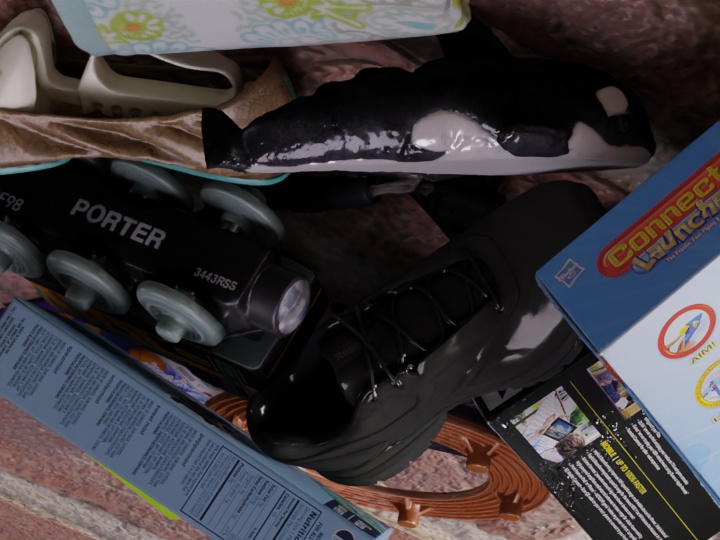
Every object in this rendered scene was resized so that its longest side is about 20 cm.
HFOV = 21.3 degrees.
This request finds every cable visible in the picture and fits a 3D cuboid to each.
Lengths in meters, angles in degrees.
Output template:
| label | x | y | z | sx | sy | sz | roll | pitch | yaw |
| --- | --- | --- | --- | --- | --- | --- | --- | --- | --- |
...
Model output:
| label | x | y | z | sx | sy | sz | roll | pitch | yaw |
| --- | --- | --- | --- | --- | --- | --- | --- | --- | --- |
| cable | 0.000 | 0.000 | 0.974 | 0.162 | 0.051 | 0.200 | 16 | 149 | -11 |

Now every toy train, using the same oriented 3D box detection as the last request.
| label | x | y | z | sx | sy | sz | roll | pitch | yaw |
| --- | --- | --- | --- | --- | --- | --- | --- | --- | --- |
| toy train | -0.104 | -0.001 | 0.935 | 0.199 | 0.085 | 0.114 | 20 | 157 | 26 |

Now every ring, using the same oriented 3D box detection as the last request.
| label | x | y | z | sx | sy | sz | roll | pitch | yaw |
| --- | --- | --- | --- | --- | --- | --- | --- | --- | --- |
| ring | 0.006 | 0.108 | 1.060 | 0.199 | 0.019 | 0.201 | 10 | 157 | 4 |

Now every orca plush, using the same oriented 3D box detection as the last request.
| label | x | y | z | sx | sy | sz | roll | pitch | yaw |
| --- | --- | --- | --- | --- | --- | --- | --- | --- | --- |
| orca plush | 0.030 | -0.079 | 0.834 | 0.199 | 0.071 | 0.105 | -3 | 176 | 2 |

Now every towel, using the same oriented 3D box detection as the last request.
| label | x | y | z | sx | sy | sz | roll | pitch | yaw |
| --- | --- | --- | --- | --- | --- | --- | --- | --- | --- |
| towel | -0.056 | -0.155 | 0.742 | 0.170 | 0.048 | 0.200 | 1 | 148 | 15 |

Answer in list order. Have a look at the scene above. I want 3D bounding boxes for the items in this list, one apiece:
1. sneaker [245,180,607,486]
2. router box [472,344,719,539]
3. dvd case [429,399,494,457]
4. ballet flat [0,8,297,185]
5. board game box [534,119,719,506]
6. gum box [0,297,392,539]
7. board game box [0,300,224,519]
| label | x | y | z | sx | sy | sz | roll | pitch | yaw |
| --- | --- | --- | --- | --- | --- | --- | --- | --- | --- |
| sneaker | 0.031 | 0.032 | 0.865 | 0.200 | 0.076 | 0.091 | -43 | 152 | 21 |
| router box | 0.156 | 0.067 | 0.978 | 0.149 | 0.051 | 0.200 | -34 | 137 | 7 |
| dvd case | 0.051 | 0.080 | 1.057 | 0.199 | 0.016 | 0.148 | 17 | 162 | -35 |
| ballet flat | -0.123 | -0.082 | 0.872 | 0.199 | 0.068 | 0.073 | 5 | 128 | 7 |
| board game box | 0.202 | 0.005 | 0.821 | 0.200 | 0.056 | 0.196 | -39 | 135 | 4 |
| gum box | -0.081 | 0.091 | 0.938 | 0.200 | 0.045 | 0.170 | 34 | 176 | 7 |
| board game box | -0.108 | 0.081 | 1.139 | 0.134 | 0.045 | 0.200 | -10 | 144 | 28 |
